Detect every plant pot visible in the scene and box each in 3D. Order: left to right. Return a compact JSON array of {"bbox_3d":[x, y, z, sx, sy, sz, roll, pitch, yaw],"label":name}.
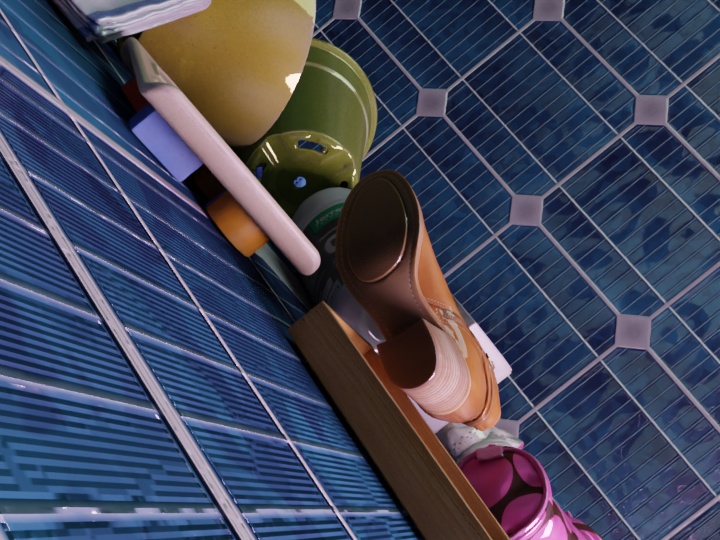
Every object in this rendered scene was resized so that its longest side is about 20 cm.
[{"bbox_3d":[-0.158,-0.239,0.912,0.142,0.200,0.200,17,23,-33],"label":"plant pot"},{"bbox_3d":[-0.072,-0.135,1.017,0.200,0.200,0.190,50,16,-28],"label":"plant pot"}]

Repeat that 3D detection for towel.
[{"bbox_3d":[-0.235,-0.286,0.784,0.200,0.024,0.147,50,44,4],"label":"towel"}]

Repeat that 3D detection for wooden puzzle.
[{"bbox_3d":[-0.124,-0.086,0.717,0.185,0.046,0.200,51,-2,-29],"label":"wooden puzzle"}]

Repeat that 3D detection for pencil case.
[{"bbox_3d":[0.137,0.206,0.723,0.200,0.090,0.094,52,37,-47],"label":"pencil case"}]

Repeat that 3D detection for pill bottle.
[{"bbox_3d":[0.000,0.000,0.870,0.113,0.113,0.200,50,2,-32],"label":"pill bottle"}]

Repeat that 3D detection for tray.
[{"bbox_3d":[0.030,0.118,0.612,0.200,0.037,0.099,54,3,30],"label":"tray"}]

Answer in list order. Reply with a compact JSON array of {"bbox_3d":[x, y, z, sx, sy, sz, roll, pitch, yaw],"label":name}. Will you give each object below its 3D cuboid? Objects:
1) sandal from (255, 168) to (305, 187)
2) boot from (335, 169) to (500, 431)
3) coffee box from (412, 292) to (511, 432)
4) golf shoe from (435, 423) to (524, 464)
[{"bbox_3d":[-0.072,-0.085,1.253,0.200,0.079,0.087,50,7,-9],"label":"sandal"},{"bbox_3d":[0.051,0.030,0.732,0.155,0.073,0.201,37,37,-55],"label":"boot"},{"bbox_3d":[0.054,0.064,0.938,0.080,0.113,0.200,50,4,-31],"label":"coffee box"},{"bbox_3d":[0.123,0.182,0.983,0.092,0.075,0.200,49,0,20],"label":"golf shoe"}]
